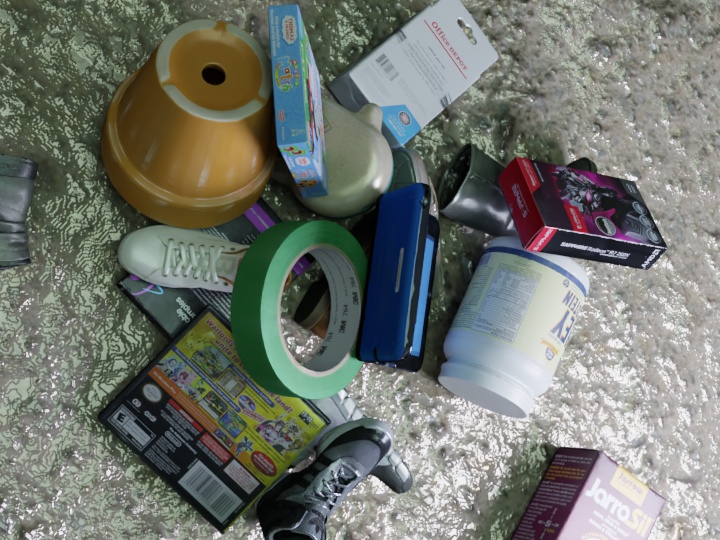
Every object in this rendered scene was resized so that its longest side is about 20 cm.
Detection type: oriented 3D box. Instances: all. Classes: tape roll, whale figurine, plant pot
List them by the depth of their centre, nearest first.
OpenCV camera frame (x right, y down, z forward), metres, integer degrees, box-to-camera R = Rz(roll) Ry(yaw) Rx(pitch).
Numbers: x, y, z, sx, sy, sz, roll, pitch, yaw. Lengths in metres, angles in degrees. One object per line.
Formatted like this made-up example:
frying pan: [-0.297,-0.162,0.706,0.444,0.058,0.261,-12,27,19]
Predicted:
plant pot: [-0.176,-0.174,1.191,0.200,0.183,0.200,7,66,-16]
tape roll: [-0.060,0.043,1.218,0.200,0.048,0.201,-3,94,-51]
whale figurine: [-0.042,-0.155,1.335,0.159,0.104,0.200,-33,75,1]

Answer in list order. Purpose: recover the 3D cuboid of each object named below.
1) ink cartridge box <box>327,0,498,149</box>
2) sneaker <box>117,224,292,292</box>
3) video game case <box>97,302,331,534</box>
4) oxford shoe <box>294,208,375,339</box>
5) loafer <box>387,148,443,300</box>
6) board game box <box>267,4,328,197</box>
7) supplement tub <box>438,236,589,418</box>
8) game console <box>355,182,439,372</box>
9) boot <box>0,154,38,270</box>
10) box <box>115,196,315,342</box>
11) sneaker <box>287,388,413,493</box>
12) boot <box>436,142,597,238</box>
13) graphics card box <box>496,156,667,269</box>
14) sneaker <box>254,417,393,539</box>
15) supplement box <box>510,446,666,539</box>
ink cartridge box: [0.071,-0.257,1.399,0.200,0.067,0.116,-42,102,-23]
sneaker: [-0.170,-0.013,1.225,0.200,0.085,0.073,9,83,-21]
video game case: [-0.166,0.171,1.244,0.200,0.026,0.181,45,86,-8]
oxford shoe: [0.000,0.000,1.349,0.071,0.071,0.200,37,83,-22]
loafer: [0.071,-0.057,1.390,0.063,0.072,0.200,-6,94,-42]
board game box: [-0.067,-0.179,1.186,0.037,0.200,0.151,-5,79,2]
supplement tub: [0.194,0.073,1.383,0.145,0.145,0.200,30,74,-19]
game console: [0.070,0.015,1.256,0.118,0.171,0.200,11,81,-23]
boot: [-0.448,-0.068,1.156,0.200,0.068,0.131,8,88,-22]
box: [-0.170,0.001,1.288,0.200,0.036,0.143,-45,102,-22]
sneaker: [-0.034,0.219,1.316,0.115,0.075,0.200,-41,95,-14]
boot: [0.210,-0.114,1.443,0.200,0.073,0.182,30,74,-20]
graphics card box: [0.283,-0.072,1.378,0.200,0.051,0.126,10,45,-26]
sneaker: [-0.039,0.258,1.234,0.200,0.114,0.075,-38,114,16]
supplement box: [0.290,0.352,1.423,0.131,0.103,0.200,36,72,-16]
